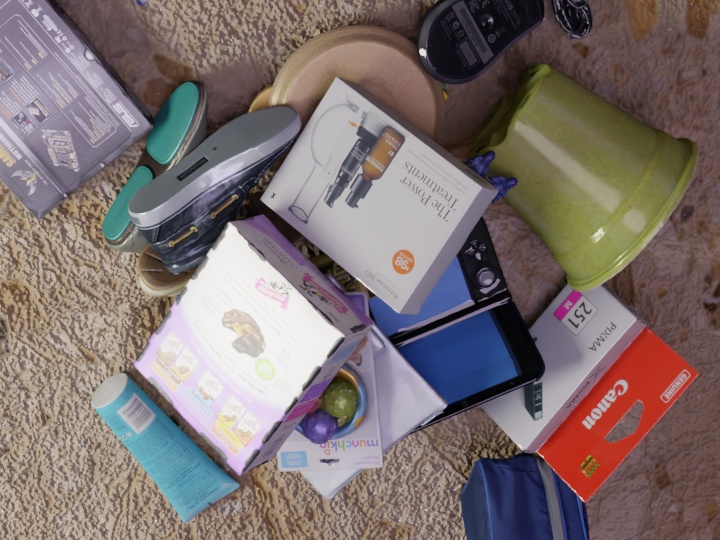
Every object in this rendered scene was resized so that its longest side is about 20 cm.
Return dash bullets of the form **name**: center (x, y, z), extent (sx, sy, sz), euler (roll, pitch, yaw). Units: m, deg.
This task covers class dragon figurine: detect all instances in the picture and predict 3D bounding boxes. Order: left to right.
- **dragon figurine**: center (0.064, -0.058, 1.526), extent (0.199, 0.099, 0.059), euler (-26, 80, -1)

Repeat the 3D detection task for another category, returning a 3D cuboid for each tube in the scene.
- **tube**: center (-0.222, 0.200, 1.670), extent (0.077, 0.050, 0.200), euler (-32, 118, 7)

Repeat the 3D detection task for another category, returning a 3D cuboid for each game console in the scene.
- **game console**: center (0.078, 0.058, 1.633), extent (0.199, 0.118, 0.172), euler (-23, 114, -2)

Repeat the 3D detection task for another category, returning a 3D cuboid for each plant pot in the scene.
- **plant pot**: center (0.220, -0.113, 1.571), extent (0.184, 0.201, 0.201), euler (37, 100, -10)

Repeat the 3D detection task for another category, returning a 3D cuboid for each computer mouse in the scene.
- **computer mouse**: center (0.138, -0.266, 1.557), extent (0.199, 0.053, 0.139), euler (-33, 112, -13)

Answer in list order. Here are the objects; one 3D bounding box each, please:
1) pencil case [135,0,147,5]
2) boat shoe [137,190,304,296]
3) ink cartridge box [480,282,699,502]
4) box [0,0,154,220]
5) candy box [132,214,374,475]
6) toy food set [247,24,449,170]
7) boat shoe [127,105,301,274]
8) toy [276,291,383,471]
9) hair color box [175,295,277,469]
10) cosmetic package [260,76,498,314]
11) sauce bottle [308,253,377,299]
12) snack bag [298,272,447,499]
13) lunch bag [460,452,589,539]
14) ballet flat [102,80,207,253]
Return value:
- **pencil case**: center (-0.132, -0.322, 1.462), extent (0.198, 0.086, 0.085), euler (-14, 115, -6)
- **boat shoe**: center (-0.144, -0.026, 1.587), extent (0.199, 0.065, 0.073), euler (-25, 78, -15)
- **ink cartridge box**: center (0.250, 0.129, 1.673), extent (0.200, 0.174, 0.043), euler (-51, 149, 10)
- **box**: center (-0.329, -0.175, 1.499), extent (0.158, 0.048, 0.200), euler (-38, 113, 5)
- **candy box**: center (-0.110, 0.074, 1.506), extent (0.168, 0.071, 0.200), euler (44, 115, 15)
- **toy food set**: center (-0.005, -0.160, 1.570), extent (0.197, 0.049, 0.200), euler (35, 100, -21)
- **boat shoe**: center (-0.135, -0.083, 1.518), extent (0.199, 0.071, 0.091), euler (-34, 128, -8)
- **toy**: center (-0.042, 0.124, 1.552), extent (0.114, 0.047, 0.202), euler (-3, 106, 8)
- **hair color box**: center (-0.130, 0.110, 1.643), extent (0.099, 0.061, 0.202), euler (-16, 113, -5)
- **cosmetic package**: center (0.016, -0.075, 1.488), extent (0.200, 0.052, 0.151), euler (38, 105, 23)
- **sauce bottle**: center (0.000, 0.000, 1.599), extent (0.198, 0.066, 0.066), euler (-21, 114, 3)
- **snack bag**: center (-0.037, 0.132, 1.590), extent (0.188, 0.021, 0.200), euler (-40, 100, 15)
- **lunch bag**: center (0.197, 0.305, 1.718), extent (0.131, 0.202, 0.136), euler (0, 149, -9)
- **ballet flat**: center (-0.201, -0.106, 1.553), extent (0.063, 0.067, 0.201), euler (18, 109, -46)
